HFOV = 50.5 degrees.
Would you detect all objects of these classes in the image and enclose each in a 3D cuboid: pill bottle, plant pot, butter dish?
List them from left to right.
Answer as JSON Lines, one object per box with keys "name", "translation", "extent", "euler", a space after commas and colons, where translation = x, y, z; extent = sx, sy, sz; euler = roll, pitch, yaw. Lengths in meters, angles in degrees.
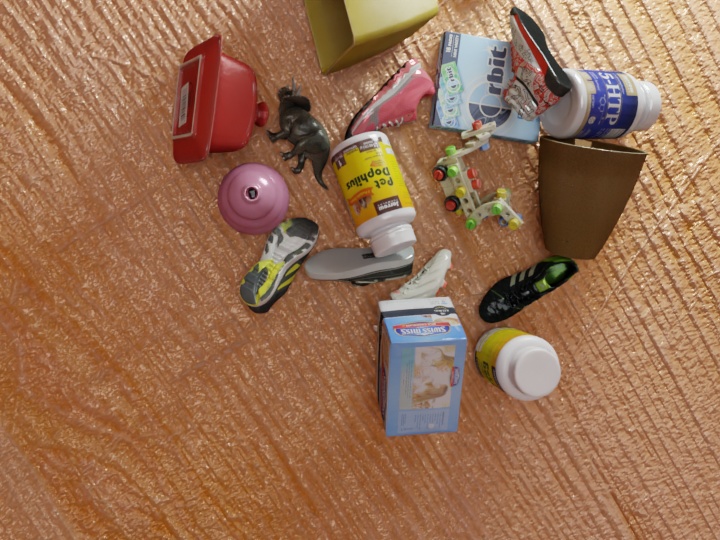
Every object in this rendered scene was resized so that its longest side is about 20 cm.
{"name": "butter dish", "translation": [-0.225, -0.274, 1.288], "extent": [0.147, 0.199, 0.202], "euler": [5, 93, -30]}
{"name": "plant pot", "translation": [0.016, -0.469, 1.296], "extent": [0.175, 0.200, 0.201], "euler": [-16, 94, -17]}
{"name": "pill bottle", "translation": [0.027, -0.130, 1.324], "extent": [0.109, 0.109, 0.201], "euler": [-19, 81, -6]}
{"name": "pill bottle", "translation": [0.274, 0.162, 1.331], "extent": [0.108, 0.200, 0.110], "euler": [0, 92, -7]}
{"name": "plant pot", "translation": [0.395, -0.128, 1.369], "extent": [0.185, 0.187, 0.201], "euler": [6, 107, -7]}
{"name": "pill bottle", "translation": [0.432, -0.296, 1.368], "extent": [0.199, 0.120, 0.121], "euler": [-5, 93, -25]}

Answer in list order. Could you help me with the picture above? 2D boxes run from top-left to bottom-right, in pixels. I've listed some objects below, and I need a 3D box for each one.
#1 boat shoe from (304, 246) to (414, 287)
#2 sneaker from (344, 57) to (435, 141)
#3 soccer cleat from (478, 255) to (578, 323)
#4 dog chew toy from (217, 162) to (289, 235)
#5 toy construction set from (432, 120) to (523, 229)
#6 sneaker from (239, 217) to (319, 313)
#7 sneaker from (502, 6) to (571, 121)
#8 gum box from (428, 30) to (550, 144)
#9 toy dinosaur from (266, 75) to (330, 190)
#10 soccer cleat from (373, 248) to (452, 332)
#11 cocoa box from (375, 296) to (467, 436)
{"name": "boat shoe", "translation": [0.000, 0.000, 1.362], "extent": [0.198, 0.071, 0.064], "euler": [-7, 130, -9]}
{"name": "sneaker", "translation": [0.056, -0.283, 1.359], "extent": [0.087, 0.074, 0.200], "euler": [44, 87, -8]}
{"name": "soccer cleat", "translation": [0.306, 0.031, 1.397], "extent": [0.199, 0.081, 0.068], "euler": [-32, 95, -5]}
{"name": "dog chew toy", "translation": [-0.179, -0.123, 1.272], "extent": [0.124, 0.200, 0.126], "euler": [0, 92, -7]}
{"name": "toy construction set", "translation": [0.207, -0.160, 1.357], "extent": [0.130, 0.092, 0.201], "euler": [-8, 103, 35]}
{"name": "sneaker", "translation": [-0.144, -0.010, 1.350], "extent": [0.074, 0.085, 0.200], "euler": [33, 66, 13]}
{"name": "sneaker", "translation": [0.281, -0.359, 1.340], "extent": [0.067, 0.108, 0.202], "euler": [3, 56, -41]}
{"name": "gum box", "translation": [0.235, -0.331, 1.393], "extent": [0.198, 0.045, 0.171], "euler": [7, 91, -8]}
{"name": "toy dinosaur", "translation": [-0.100, -0.234, 1.341], "extent": [0.102, 0.077, 0.201], "euler": [-34, 93, 2]}
{"name": "soccer cleat", "translation": [0.097, 0.042, 1.381], "extent": [0.077, 0.069, 0.201], "euler": [30, 91, -4]}
{"name": "cocoa box", "translation": [0.100, 0.166, 1.315], "extent": [0.132, 0.131, 0.201], "euler": [-2, 120, -7]}
